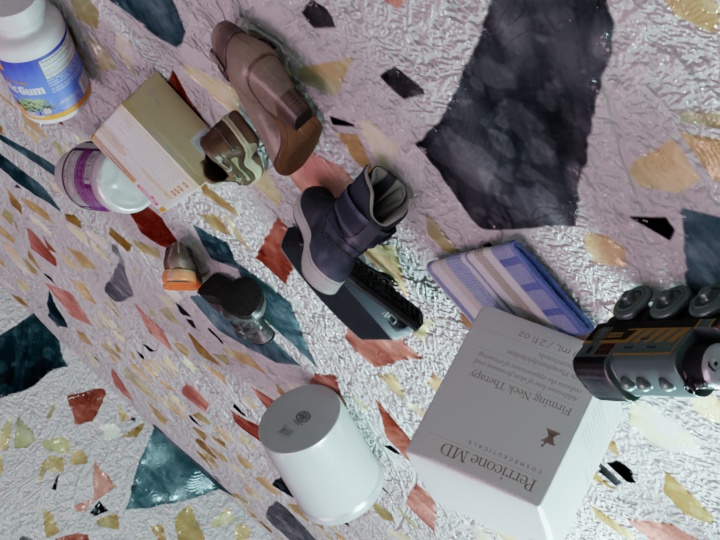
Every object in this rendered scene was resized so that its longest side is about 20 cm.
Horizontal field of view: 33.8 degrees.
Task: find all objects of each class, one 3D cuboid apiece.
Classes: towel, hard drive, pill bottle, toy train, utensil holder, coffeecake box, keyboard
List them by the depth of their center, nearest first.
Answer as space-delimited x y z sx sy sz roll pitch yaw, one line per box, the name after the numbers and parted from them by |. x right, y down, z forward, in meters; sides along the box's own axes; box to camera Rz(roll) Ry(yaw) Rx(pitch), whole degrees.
0.295 0.074 1.136 0.085 0.114 0.200 49 156 -18 | toy train
0.169 0.029 1.375 0.147 0.024 0.200 47 156 -12 | towel
0.000 0.000 1.514 0.200 0.021 0.127 38 -169 -14 | keyboard
-0.023 0.020 1.636 0.200 0.042 0.135 49 159 -17 | hard drive
-0.460 -0.311 1.668 0.112 0.112 0.200 30 155 26 | pill bottle
-0.285 -0.176 1.675 0.154 0.073 0.200 47 157 -12 | coffeecake box
-0.405 -0.149 1.865 0.200 0.112 0.112 9 141 53 | pill bottle
-0.070 0.324 2.099 0.170 0.170 0.200 19 145 43 | utensil holder

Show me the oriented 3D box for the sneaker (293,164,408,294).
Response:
-0.010 -0.078 1.416 0.077 0.146 0.202 29 -155 -25 | sneaker

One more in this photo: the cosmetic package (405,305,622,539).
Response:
0.182 0.183 1.355 0.167 0.200 0.166 19 156 26 | cosmetic package

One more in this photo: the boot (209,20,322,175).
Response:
-0.116 -0.204 1.381 0.146 0.070 0.200 47 161 10 | boot

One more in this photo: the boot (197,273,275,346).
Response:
-0.182 0.075 1.979 0.132 0.070 0.200 52 167 -28 | boot

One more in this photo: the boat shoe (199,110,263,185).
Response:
-0.174 -0.144 1.510 0.075 0.075 0.202 50 171 9 | boat shoe

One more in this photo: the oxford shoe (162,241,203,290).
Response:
-0.306 -0.005 2.042 0.071 0.073 0.200 0 172 -8 | oxford shoe
